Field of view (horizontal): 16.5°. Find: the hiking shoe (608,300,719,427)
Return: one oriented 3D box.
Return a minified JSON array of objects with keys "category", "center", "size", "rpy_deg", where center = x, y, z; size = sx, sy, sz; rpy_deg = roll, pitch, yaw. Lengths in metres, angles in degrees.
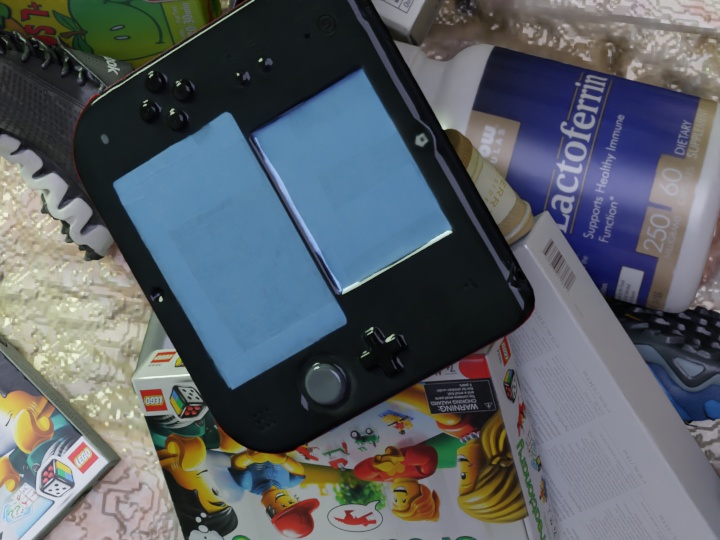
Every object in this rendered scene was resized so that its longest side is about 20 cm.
[{"category":"hiking shoe","center":[0.143,0.062,1.345],"size":[0.199,0.074,0.087],"rpy_deg":[13,111,6]}]

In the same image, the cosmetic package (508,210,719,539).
[{"category":"cosmetic package","center":[0.085,0.089,1.298],"size":[0.151,0.052,0.200],"rpy_deg":[-28,102,27]}]

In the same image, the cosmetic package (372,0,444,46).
[{"category":"cosmetic package","center":[-0.034,-0.214,1.362],"size":[0.200,0.073,0.104],"rpy_deg":[29,91,6]}]

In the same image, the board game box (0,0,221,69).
[{"category":"board game box","center":[-0.182,-0.145,1.354],"size":[0.199,0.102,0.048],"rpy_deg":[-5,63,5]}]

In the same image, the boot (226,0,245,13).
[{"category":"boot","center":[-0.048,-0.119,1.266],"size":[0.070,0.132,0.201],"rpy_deg":[21,102,5]}]

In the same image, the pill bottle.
[{"category":"pill bottle","center":[0.093,-0.055,1.323],"size":[0.199,0.116,0.116],"rpy_deg":[14,89,6]}]

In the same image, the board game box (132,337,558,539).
[{"category":"board game box","center":[-0.008,0.097,1.278],"size":[0.199,0.035,0.127],"rpy_deg":[-5,116,24]}]

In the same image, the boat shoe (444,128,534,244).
[{"category":"boat shoe","center":[0.001,-0.002,1.285],"size":[0.063,0.073,0.200],"rpy_deg":[41,129,-20]}]

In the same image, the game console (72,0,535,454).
[{"category":"game console","center":[-0.033,-0.026,1.199],"size":[0.177,0.031,0.200],"rpy_deg":[-29,91,26]}]

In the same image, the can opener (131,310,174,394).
[{"category":"can opener","center":[-0.067,-0.018,1.367],"size":[0.067,0.053,0.201],"rpy_deg":[16,90,7]}]

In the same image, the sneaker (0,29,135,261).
[{"category":"sneaker","center":[-0.170,-0.097,1.332],"size":[0.090,0.067,0.200],"rpy_deg":[-38,126,3]}]

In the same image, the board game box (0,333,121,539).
[{"category":"board game box","center":[-0.248,0.132,1.387],"size":[0.126,0.035,0.200],"rpy_deg":[44,92,6]}]
